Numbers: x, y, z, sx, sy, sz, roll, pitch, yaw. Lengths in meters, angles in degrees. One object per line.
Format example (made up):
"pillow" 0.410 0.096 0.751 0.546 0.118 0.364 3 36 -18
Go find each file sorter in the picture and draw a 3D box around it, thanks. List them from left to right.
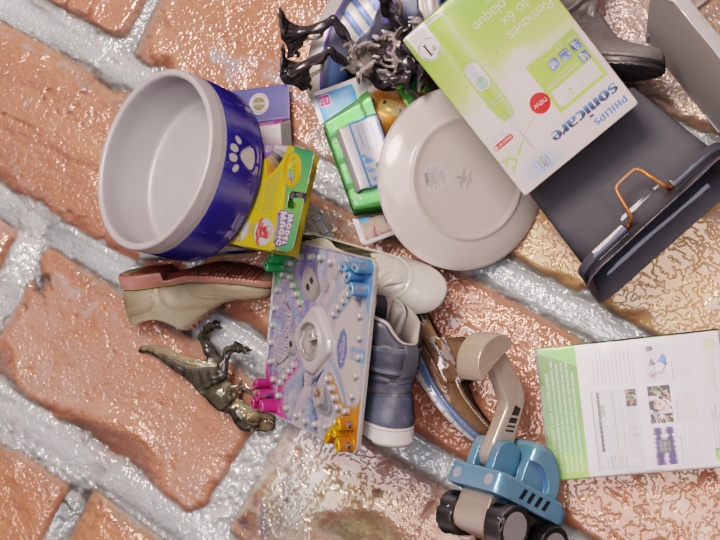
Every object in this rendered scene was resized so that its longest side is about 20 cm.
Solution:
"file sorter" 0.382 -0.249 1.138 0.124 0.200 0.139 -37 77 7

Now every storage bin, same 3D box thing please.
"storage bin" 0.276 -0.090 1.190 0.200 0.145 0.135 -44 66 7

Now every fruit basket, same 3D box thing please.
"fruit basket" 0.063 -0.148 1.265 0.197 0.094 0.188 -19 86 5

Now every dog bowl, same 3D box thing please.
"dog bowl" -0.200 -0.114 1.236 0.198 0.078 0.203 -13 71 40

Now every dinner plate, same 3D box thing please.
"dinner plate" 0.114 -0.101 1.232 0.197 0.024 0.203 0 91 -16

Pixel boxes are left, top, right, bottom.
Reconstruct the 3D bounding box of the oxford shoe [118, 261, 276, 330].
"oxford shoe" -0.190 0.031 1.338 0.197 0.071 0.075 -1 102 17

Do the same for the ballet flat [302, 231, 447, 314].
"ballet flat" 0.000 0.000 1.249 0.198 0.069 0.070 18 89 31

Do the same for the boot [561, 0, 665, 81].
"boot" 0.250 -0.283 1.220 0.198 0.070 0.133 17 90 33

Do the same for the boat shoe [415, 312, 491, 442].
"boat shoe" 0.094 0.103 1.246 0.072 0.072 0.201 -39 79 3

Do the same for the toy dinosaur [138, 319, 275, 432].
"toy dinosaur" -0.176 0.113 1.332 0.199 0.047 0.089 33 100 18

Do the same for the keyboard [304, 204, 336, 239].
"keyboard" -0.027 0.020 1.317 0.056 0.011 0.202 -32 78 10

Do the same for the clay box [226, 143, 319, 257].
"clay box" -0.121 -0.081 1.243 0.198 0.047 0.117 11 87 41

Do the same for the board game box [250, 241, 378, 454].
"board game box" -0.056 0.075 1.213 0.199 0.026 0.203 14 101 54

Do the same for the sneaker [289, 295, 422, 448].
"sneaker" -0.007 0.092 1.228 0.201 0.076 0.148 17 107 47

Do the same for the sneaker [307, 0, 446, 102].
"sneaker" 0.033 -0.271 1.291 0.145 0.081 0.202 19 84 20

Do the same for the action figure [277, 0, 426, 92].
"action figure" 0.009 -0.249 1.212 0.197 0.102 0.120 -4 63 7

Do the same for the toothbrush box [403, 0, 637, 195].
"toothbrush box" 0.159 -0.203 1.136 0.145 0.086 0.201 -38 98 11

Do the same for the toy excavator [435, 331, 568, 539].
"toy excavator" 0.151 0.189 1.182 0.099 0.194 0.202 0 64 52

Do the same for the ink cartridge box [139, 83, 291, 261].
"ink cartridge box" -0.176 -0.119 1.348 0.194 0.043 0.203 -5 85 18

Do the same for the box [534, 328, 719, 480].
"box" 0.294 0.146 1.209 0.197 0.036 0.147 -7 83 13
